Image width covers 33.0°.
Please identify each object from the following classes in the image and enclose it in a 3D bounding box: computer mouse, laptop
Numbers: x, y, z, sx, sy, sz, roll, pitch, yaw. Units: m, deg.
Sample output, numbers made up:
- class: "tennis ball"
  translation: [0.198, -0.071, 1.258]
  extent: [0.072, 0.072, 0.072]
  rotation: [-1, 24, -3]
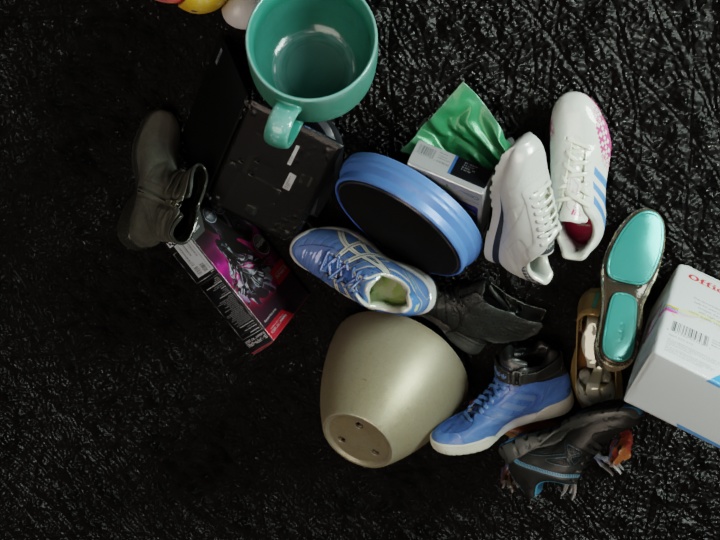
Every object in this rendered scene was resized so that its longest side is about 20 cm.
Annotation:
- class: "computer mouse"
  translation: [-0.075, -0.130, 1.563]
  extent: [0.138, 0.053, 0.200]
  rotation: [39, 132, 13]
- class: "laptop"
  translation: [-0.131, -0.164, 1.544]
  extent: [0.199, 0.103, 0.178]
  rotation: [26, 131, -4]

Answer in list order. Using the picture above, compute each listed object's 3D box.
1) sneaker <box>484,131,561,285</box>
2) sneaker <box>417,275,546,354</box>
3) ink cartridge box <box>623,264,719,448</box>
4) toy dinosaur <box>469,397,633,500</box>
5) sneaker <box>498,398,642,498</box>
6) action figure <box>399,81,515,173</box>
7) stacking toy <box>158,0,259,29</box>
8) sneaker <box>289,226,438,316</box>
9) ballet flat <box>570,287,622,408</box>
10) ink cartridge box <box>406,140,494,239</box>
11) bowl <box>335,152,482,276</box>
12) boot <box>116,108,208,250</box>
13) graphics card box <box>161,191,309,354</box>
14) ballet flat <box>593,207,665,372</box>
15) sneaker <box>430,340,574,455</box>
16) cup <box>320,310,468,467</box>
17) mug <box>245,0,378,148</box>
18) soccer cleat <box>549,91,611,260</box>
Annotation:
- class: "sneaker"
  translation: [0.197, -0.071, 1.402]
  extent: [0.080, 0.076, 0.200]
  rotation: [37, 149, 32]
- class: "sneaker"
  translation: [0.131, 0.036, 1.567]
  extent: [0.200, 0.060, 0.104]
  rotation: [36, 126, -6]
- class: "ink cartridge box"
  translation: [0.401, 0.098, 1.404]
  extent: [0.144, 0.200, 0.085]
  rotation: [27, 128, 7]
- class: "toy dinosaur"
  translation: [0.259, 0.226, 1.591]
  extent: [0.181, 0.105, 0.200]
  rotation: [-37, 98, 32]
- class: "sneaker"
  translation: [0.274, 0.221, 1.529]
  extent: [0.200, 0.073, 0.082]
  rotation: [-29, 81, 33]
- class: "action figure"
  translation: [0.161, -0.126, 1.465]
  extent: [0.200, 0.055, 0.118]
  rotation: [39, 124, -10]
- class: "stacking toy"
  translation: [-0.200, -0.357, 1.457]
  extent: [0.200, 0.146, 0.146]
  rotation: [34, 126, -17]
- class: "sneaker"
  translation: [0.000, 0.000, 1.526]
  extent: [0.199, 0.077, 0.076]
  rotation: [21, 105, 13]
- class: "ballet flat"
  translation: [0.294, 0.119, 1.541]
  extent: [0.068, 0.063, 0.201]
  rotation: [2, 118, 22]
- class: "ink cartridge box"
  translation: [0.108, -0.082, 1.482]
  extent: [0.099, 0.039, 0.200]
  rotation: [23, 160, 11]
- class: "bowl"
  translation: [0.055, -0.064, 1.482]
  extent: [0.200, 0.039, 0.201]
  rotation: [32, 162, 11]
- class: "boot"
  translation: [-0.236, -0.120, 1.554]
  extent: [0.130, 0.201, 0.068]
  rotation: [-8, 157, 44]
- class: "graphics card box"
  translation: [-0.164, -0.003, 1.624]
  extent: [0.051, 0.126, 0.200]
  rotation: [-31, 102, 36]
- class: "ballet flat"
  translation: [0.313, 0.025, 1.453]
  extent: [0.068, 0.075, 0.201]
  rotation: [15, 78, 1]
- class: "sneaker"
  translation: [0.174, 0.156, 1.561]
  extent: [0.199, 0.077, 0.112]
  rotation: [-19, 117, -6]
- class: "cup"
  translation: [0.026, 0.174, 1.608]
  extent: [0.200, 0.143, 0.201]
  rotation: [17, 136, 17]
- class: "mug"
  translation: [-0.068, -0.242, 1.425]
  extent: [0.185, 0.114, 0.152]
  rotation: [-36, 82, -7]
- class: "soccer cleat"
  translation: [0.255, -0.105, 1.417]
  extent: [0.070, 0.086, 0.201]
  rotation: [1, 118, 22]
